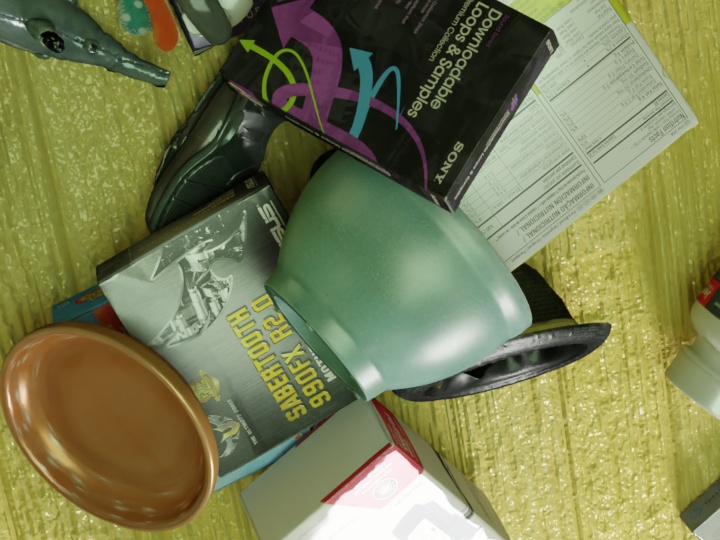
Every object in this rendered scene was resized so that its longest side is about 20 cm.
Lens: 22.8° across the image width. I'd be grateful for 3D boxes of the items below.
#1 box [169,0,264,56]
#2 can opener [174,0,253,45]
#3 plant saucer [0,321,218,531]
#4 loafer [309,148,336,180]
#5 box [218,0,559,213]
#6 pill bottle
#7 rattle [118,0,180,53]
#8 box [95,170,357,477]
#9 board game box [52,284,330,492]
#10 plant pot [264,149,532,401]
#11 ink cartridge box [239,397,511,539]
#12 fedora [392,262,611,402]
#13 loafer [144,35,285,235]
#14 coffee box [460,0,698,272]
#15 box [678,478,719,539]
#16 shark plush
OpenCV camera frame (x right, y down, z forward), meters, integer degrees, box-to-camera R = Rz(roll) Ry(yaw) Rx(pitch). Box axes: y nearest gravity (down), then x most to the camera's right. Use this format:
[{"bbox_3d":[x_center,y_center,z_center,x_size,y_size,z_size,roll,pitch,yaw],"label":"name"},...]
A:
[{"bbox_3d":[-0.102,-0.289,1.355,0.147,0.104,0.201,-23,112,-2],"label":"box"},{"bbox_3d":[-0.133,-0.257,1.268,0.053,0.067,0.201,-24,111,-2],"label":"can opener"},{"bbox_3d":[-0.198,0.121,1.434,0.199,0.037,0.201,15,128,20],"label":"plant saucer"},{"bbox_3d":[0.000,0.000,1.490,0.073,0.071,0.201,-18,111,-5],"label":"loafer"},{"bbox_3d":[0.019,-0.149,1.252,0.199,0.036,0.143,30,84,19],"label":"box"},{"bbox_3d":[0.358,0.035,1.550,0.119,0.120,0.200,31,99,-19],"label":"pill bottle"},{"bbox_3d":[-0.194,-0.278,1.346,0.199,0.130,0.143,29,70,-18],"label":"rattle"},{"bbox_3d":[-0.096,0.044,1.438,0.158,0.048,0.201,-30,111,-1],"label":"box"},{"bbox_3d":[-0.128,0.078,1.499,0.195,0.056,0.201,-25,111,-2],"label":"board game box"},{"bbox_3d":[0.013,0.012,1.341,0.134,0.200,0.201,-42,112,-9],"label":"plant pot"},{"bbox_3d":[0.018,0.217,1.529,0.145,0.084,0.200,-41,129,7],"label":"ink cartridge box"},{"bbox_3d":[0.110,0.043,1.499,0.200,0.201,0.092,-16,78,-6],"label":"fedora"},{"bbox_3d":[-0.113,-0.111,1.445,0.072,0.063,0.200,21,112,-48],"label":"loafer"},{"bbox_3d":[0.105,-0.147,1.393,0.200,0.200,0.198,-39,110,2],"label":"coffee box"},{"bbox_3d":[0.420,0.248,1.677,0.156,0.041,0.200,-43,110,5],"label":"box"},{"bbox_3d":[-0.247,-0.178,1.373,0.200,0.083,0.091,36,98,-20],"label":"shark plush"}]
